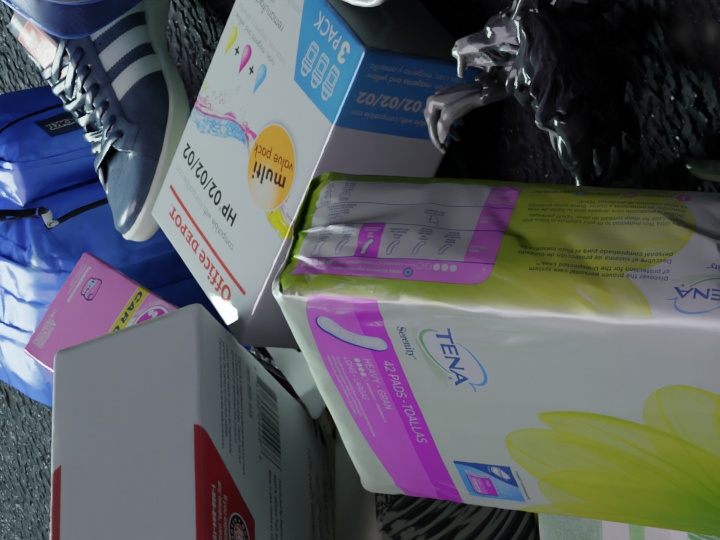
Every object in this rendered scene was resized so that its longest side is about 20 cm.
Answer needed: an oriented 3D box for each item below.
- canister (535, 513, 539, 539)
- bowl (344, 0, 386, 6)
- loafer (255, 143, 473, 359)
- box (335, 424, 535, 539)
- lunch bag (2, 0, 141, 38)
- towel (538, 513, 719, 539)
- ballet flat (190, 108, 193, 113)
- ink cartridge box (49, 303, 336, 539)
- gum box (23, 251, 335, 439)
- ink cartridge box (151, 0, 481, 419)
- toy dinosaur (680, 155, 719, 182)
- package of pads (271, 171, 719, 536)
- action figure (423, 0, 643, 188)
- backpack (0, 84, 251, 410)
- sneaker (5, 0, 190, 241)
[{"bbox_3d":[0.083,0.228,1.223,0.148,0.086,0.200,-11,101,62],"label":"canister"},{"bbox_3d":[-0.019,-0.236,1.030,0.200,0.075,0.200,39,143,38],"label":"bowl"},{"bbox_3d":[0.000,0.000,1.199,0.072,0.063,0.200,60,152,12],"label":"loafer"},{"bbox_3d":[0.034,0.102,1.108,0.068,0.082,0.200,124,148,-58],"label":"box"},{"bbox_3d":[-0.170,-0.222,1.208,0.200,0.136,0.132,39,145,19],"label":"lunch bag"},{"bbox_3d":[0.163,0.152,1.011,0.200,0.023,0.153,19,141,29],"label":"towel"},{"bbox_3d":[-0.060,-0.070,1.248,0.063,0.069,0.200,50,154,-5],"label":"ballet flat"},{"bbox_3d":[-0.061,0.132,1.120,0.200,0.084,0.145,48,-150,-48],"label":"ink cartridge box"},{"bbox_3d":[-0.069,0.077,1.276,0.200,0.066,0.113,35,175,-38],"label":"gum box"},{"bbox_3d":[-0.032,-0.041,1.113,0.115,0.068,0.200,53,128,46],"label":"ink cartridge box"},{"bbox_3d":[0.190,-0.028,0.878,0.088,0.047,0.200,67,157,2],"label":"toy dinosaur"},{"bbox_3d":[0.078,0.032,0.923,0.199,0.068,0.155,4,143,22],"label":"package of pads"},{"bbox_3d":[0.073,-0.043,0.987,0.102,0.119,0.200,-7,121,15],"label":"action figure"},{"bbox_3d":[-0.167,-0.010,1.375,0.200,0.162,0.168,30,133,49],"label":"backpack"},{"bbox_3d":[-0.144,-0.106,1.254,0.075,0.084,0.200,-49,41,46],"label":"sneaker"}]
